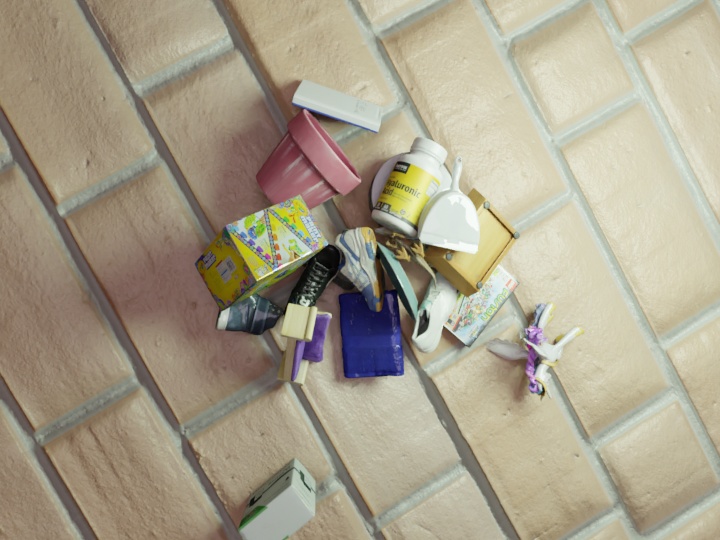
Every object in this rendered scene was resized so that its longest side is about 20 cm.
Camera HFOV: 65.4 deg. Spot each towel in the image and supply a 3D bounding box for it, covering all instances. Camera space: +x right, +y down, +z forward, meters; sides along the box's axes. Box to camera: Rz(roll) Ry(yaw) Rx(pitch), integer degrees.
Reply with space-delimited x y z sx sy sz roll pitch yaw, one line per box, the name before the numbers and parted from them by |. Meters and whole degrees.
towel | 0.026 0.148 1.309 0.146 0.050 0.203 -4 93 13

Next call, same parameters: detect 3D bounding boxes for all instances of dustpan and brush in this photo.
dustpan and brush | 0.200 -0.148 1.204 0.138 0.057 0.203 11 93 -11

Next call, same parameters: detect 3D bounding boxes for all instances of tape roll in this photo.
tape roll | 0.119 -0.173 1.325 0.197 0.066 0.203 0 91 -5

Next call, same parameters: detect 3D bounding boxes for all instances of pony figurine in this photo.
pony figurine | 0.418 0.180 1.327 0.192 0.166 0.201 38 71 -12

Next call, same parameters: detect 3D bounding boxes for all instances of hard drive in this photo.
hard drive | -0.048 -0.376 1.280 0.197 0.133 0.026 17 124 -6

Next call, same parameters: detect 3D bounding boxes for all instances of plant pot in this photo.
plant pot | -0.126 -0.220 1.245 0.178 0.200 0.201 -38 94 10

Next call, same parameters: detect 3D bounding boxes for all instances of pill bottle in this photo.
pill bottle | 0.113 -0.184 1.236 0.110 0.111 0.202 26 87 -5

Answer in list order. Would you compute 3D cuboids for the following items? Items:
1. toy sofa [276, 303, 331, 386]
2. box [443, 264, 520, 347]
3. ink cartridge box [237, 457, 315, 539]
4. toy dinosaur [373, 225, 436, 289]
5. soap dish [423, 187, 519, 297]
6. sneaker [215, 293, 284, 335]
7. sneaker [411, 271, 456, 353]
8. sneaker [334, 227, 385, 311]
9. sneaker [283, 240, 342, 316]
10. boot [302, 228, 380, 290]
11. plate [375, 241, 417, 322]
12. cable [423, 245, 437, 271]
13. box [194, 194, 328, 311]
toy sofa | -0.125 0.168 1.230 0.096 0.201 0.084 12 49 -2
box | 0.281 0.073 1.357 0.110 0.035 0.201 39 86 -5
ink cartridge box | -0.176 0.511 1.226 0.146 0.200 0.083 -39 91 -6
toy dinosaur | 0.117 -0.038 1.230 0.200 0.106 0.060 45 98 -2
soap dish | 0.259 -0.060 1.280 0.157 0.081 0.201 41 82 -21
sneaker | -0.240 0.047 1.285 0.144 0.077 0.205 12 80 -15
sneaker | 0.166 0.086 1.297 0.074 0.088 0.202 7 69 32
sneaker | 0.000 0.000 1.224 0.087 0.075 0.202 -6 116 15
sneaker | -0.104 0.038 1.233 0.072 0.112 0.201 27 122 -10
boot | -0.061 -0.051 1.274 0.199 0.068 0.131 30 126 -11
plate | 0.086 0.021 1.252 0.025 0.200 0.202 -26 93 -2
cable | 0.237 -0.040 1.340 0.197 0.050 0.098 -2 117 -13
box | -0.208 -0.034 1.165 0.192 0.199 0.123 -30 88 -40
